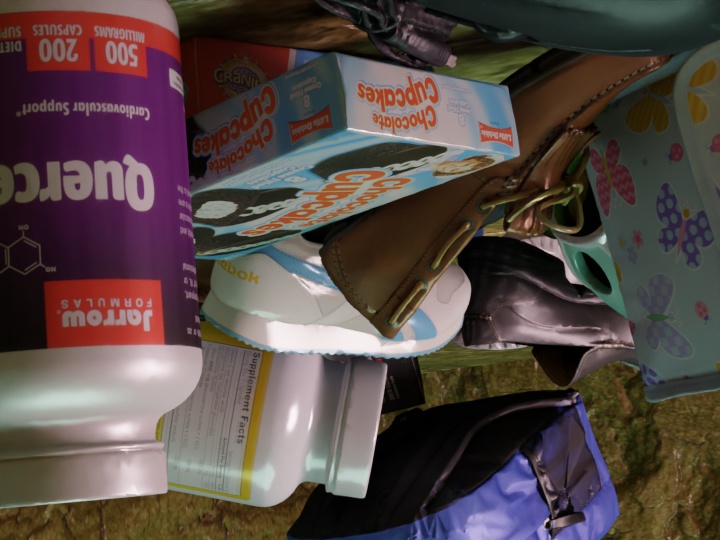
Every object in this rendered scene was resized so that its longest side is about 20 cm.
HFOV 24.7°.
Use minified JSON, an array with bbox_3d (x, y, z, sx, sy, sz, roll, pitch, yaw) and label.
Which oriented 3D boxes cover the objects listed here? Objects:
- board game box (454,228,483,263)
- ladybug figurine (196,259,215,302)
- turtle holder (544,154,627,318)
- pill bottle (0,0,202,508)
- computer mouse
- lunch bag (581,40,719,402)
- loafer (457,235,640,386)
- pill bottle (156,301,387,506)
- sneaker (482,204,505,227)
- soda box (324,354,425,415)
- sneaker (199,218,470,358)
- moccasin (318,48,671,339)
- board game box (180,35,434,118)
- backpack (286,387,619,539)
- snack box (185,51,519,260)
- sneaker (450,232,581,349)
[{"bbox_3d":[-0.026,-0.025,1.204,0.197,0.057,0.196,-4,173,-8],"label":"board game box"},{"bbox_3d":[-0.152,-0.021,1.025,0.197,0.073,0.136,0,165,13],"label":"ladybug figurine"},{"bbox_3d":[0.183,-0.041,1.011,0.130,0.142,0.186,15,-154,-25],"label":"turtle holder"},{"bbox_3d":[-0.121,-0.010,0.653,0.111,0.203,0.112,-5,173,-1],"label":"pill bottle"},{"bbox_3d":[0.083,-0.106,0.641,0.197,0.054,0.138,-8,172,20],"label":"computer mouse"},{"bbox_3d":[0.208,-0.035,0.805,0.126,0.172,0.199,-14,178,-30],"label":"lunch bag"},{"bbox_3d":[0.140,0.043,1.103,0.198,0.073,0.073,22,162,-29],"label":"loafer"},{"bbox_3d":[-0.088,0.077,0.973,0.197,0.114,0.112,10,173,0],"label":"pill bottle"},{"bbox_3d":[0.070,-0.061,1.013,0.087,0.075,0.200,-24,179,0],"label":"sneaker"},{"bbox_3d":[-0.010,0.016,1.087,0.070,0.064,0.201,-14,139,4],"label":"soda box"},{"bbox_3d":[0.000,0.000,0.955,0.076,0.082,0.199,30,-161,38],"label":"sneaker"},{"bbox_3d":[0.071,-0.043,0.797,0.201,0.078,0.074,-41,179,12],"label":"moccasin"},{"bbox_3d":[-0.079,-0.070,0.859,0.152,0.041,0.199,1,171,-41],"label":"board game box"},{"bbox_3d":[0.065,0.179,1.054,0.161,0.170,0.199,-20,-176,37],"label":"backpack"},{"bbox_3d":[-0.039,-0.046,0.756,0.199,0.038,0.115,-18,166,42],"label":"snack box"},{"bbox_3d":[0.128,-0.004,1.198,0.199,0.079,0.099,-30,-167,-21],"label":"sneaker"}]
